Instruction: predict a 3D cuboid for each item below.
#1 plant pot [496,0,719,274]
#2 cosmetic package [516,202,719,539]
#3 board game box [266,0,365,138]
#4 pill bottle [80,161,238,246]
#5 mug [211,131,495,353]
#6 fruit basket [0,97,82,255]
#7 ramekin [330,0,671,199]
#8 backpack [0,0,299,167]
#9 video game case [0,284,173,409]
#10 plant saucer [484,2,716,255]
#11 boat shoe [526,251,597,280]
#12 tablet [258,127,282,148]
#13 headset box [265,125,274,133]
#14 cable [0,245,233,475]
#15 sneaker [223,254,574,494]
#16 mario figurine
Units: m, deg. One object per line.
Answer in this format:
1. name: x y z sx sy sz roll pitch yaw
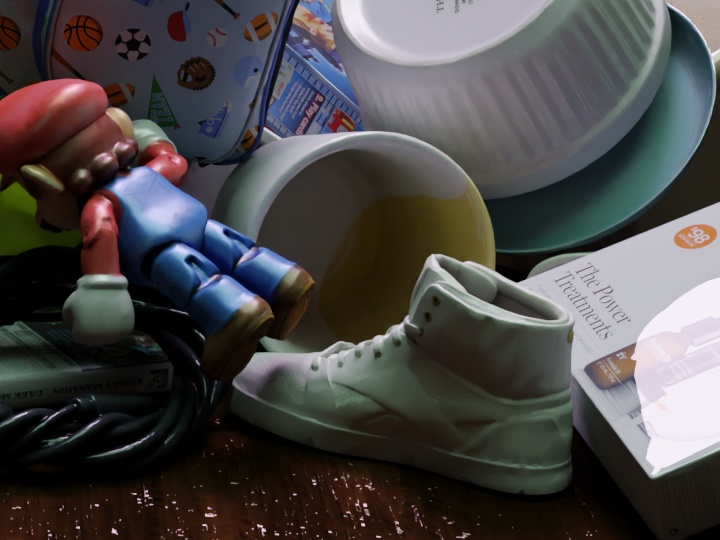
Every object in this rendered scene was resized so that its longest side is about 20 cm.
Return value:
1. plant pot: 0.176 -0.084 1.849 0.200 0.200 0.177 20 36 38
2. cosmetic package: 0.184 0.047 1.505 0.151 0.052 0.200 -20 34 -10
3. board game box: 0.017 -0.112 1.912 0.200 0.062 0.200 -9 51 -45
4. pill bottle: -0.173 -0.071 1.810 0.200 0.112 0.112 16 20 28
5. mug: -0.009 0.000 1.653 0.149 0.187 0.153 -33 19 -11
6. fruit basket: -0.240 -0.067 1.666 0.215 0.156 0.216 -17 -5 -2
7. ramekin: 0.077 -0.152 1.709 0.200 0.105 0.200 -15 49 18
8. backpack: -0.132 -0.156 1.633 0.190 0.200 0.154 14 16 -11
9. video game case: -0.192 0.033 1.624 0.182 0.023 0.200 -6 20 -30
10. plant saucer: 0.123 -0.086 1.721 0.200 0.027 0.200 -15 50 18
11. boat shoe: 0.191 0.026 1.684 0.200 0.073 0.062 10 16 -5
12. tablet: -0.079 -0.090 1.877 0.130 0.014 0.200 33 -4 -5
13. headset box: -0.088 -0.127 2.069 0.200 0.075 0.149 14 21 26
14. cable: -0.159 0.046 1.493 0.200 0.051 0.163 6 32 -18
15. sneaker: 0.023 0.041 1.510 0.200 0.116 0.074 11 20 21
16. mario figurine: -0.125 -0.019 1.521 0.200 0.106 0.123 41 6 13
